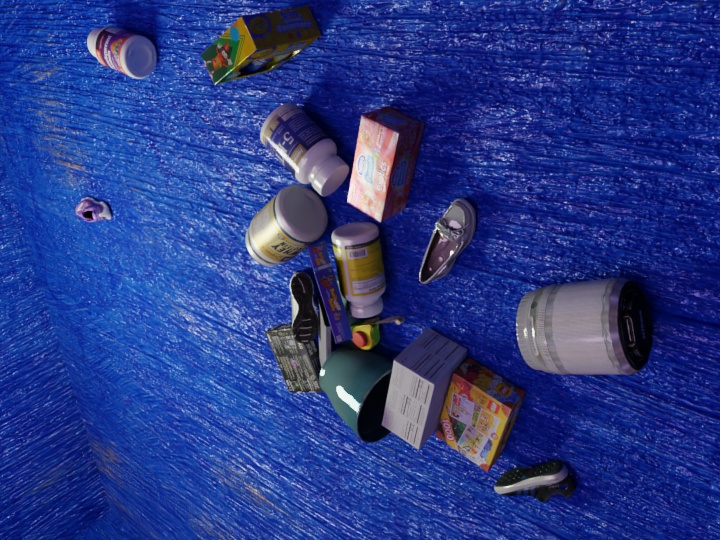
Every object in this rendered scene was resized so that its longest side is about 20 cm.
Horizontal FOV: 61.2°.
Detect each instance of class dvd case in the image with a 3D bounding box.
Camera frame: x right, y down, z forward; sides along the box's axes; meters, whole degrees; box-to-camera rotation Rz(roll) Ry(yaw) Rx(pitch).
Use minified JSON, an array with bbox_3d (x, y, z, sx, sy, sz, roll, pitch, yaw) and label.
[{"bbox_3d":[-0.095,0.190,1.603,0.143,0.017,0.204,-113,20,-59],"label":"dvd case"}]

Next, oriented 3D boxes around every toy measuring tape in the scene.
[{"bbox_3d":[0.040,0.155,1.489,0.198,0.073,0.075,-14,103,45],"label":"toy measuring tape"}]

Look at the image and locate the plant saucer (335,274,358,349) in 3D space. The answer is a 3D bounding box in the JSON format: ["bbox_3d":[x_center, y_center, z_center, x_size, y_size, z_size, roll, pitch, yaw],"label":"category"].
[{"bbox_3d":[-0.042,0.112,1.577,0.069,0.019,0.204,15,120,36],"label":"plant saucer"}]

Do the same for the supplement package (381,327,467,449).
[{"bbox_3d":[0.144,0.267,1.390,0.110,0.155,0.204,27,128,26],"label":"supplement package"}]

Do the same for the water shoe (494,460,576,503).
[{"bbox_3d":[0.383,0.484,1.350,0.199,0.071,0.080,-34,90,47],"label":"water shoe"}]

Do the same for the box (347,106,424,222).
[{"bbox_3d":[0.049,-0.221,1.264,0.102,0.094,0.203,32,130,26],"label":"box"}]

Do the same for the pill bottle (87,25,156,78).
[{"bbox_3d":[-0.669,-0.613,1.694,0.198,0.111,0.114,26,127,29],"label":"pill bottle"}]

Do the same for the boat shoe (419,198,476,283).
[{"bbox_3d":[0.176,-0.056,1.256,0.074,0.064,0.204,40,133,18],"label":"boat shoe"}]

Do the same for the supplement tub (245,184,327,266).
[{"bbox_3d":[-0.187,-0.105,1.502,0.199,0.144,0.146,-33,89,46],"label":"supplement tub"}]

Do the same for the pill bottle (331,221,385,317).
[{"bbox_3d":[0.000,0.000,1.411,0.111,0.112,0.204,10,118,38],"label":"pill bottle"}]

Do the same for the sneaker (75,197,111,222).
[{"bbox_3d":[-0.989,-0.217,2.213,0.197,0.083,0.082,7,117,40],"label":"sneaker"}]

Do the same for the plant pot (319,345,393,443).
[{"bbox_3d":[0.003,0.287,1.516,0.186,0.198,0.204,29,130,40],"label":"plant pot"}]

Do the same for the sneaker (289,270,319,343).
[{"bbox_3d":[-0.152,0.097,1.628,0.079,0.072,0.205,-124,32,-73],"label":"sneaker"}]

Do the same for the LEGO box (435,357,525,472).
[{"bbox_3d":[0.265,0.323,1.367,0.147,0.077,0.204,29,129,28],"label":"LEGO box"}]

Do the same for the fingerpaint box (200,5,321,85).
[{"bbox_3d":[-0.208,-0.475,1.287,0.165,0.199,0.075,-17,102,44],"label":"fingerpaint box"}]

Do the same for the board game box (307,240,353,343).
[{"bbox_3d":[-0.072,0.051,1.447,0.135,0.044,0.203,-112,6,-59],"label":"board game box"}]

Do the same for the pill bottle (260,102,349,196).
[{"bbox_3d":[-0.122,-0.269,1.376,0.200,0.119,0.120,45,134,14],"label":"pill bottle"}]

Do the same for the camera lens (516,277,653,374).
[{"bbox_3d":[0.396,0.101,1.072,0.197,0.159,0.163,-9,106,44],"label":"camera lens"}]

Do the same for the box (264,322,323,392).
[{"bbox_3d":[-0.181,0.253,1.757,0.158,0.043,0.204,-12,103,45],"label":"box"}]
